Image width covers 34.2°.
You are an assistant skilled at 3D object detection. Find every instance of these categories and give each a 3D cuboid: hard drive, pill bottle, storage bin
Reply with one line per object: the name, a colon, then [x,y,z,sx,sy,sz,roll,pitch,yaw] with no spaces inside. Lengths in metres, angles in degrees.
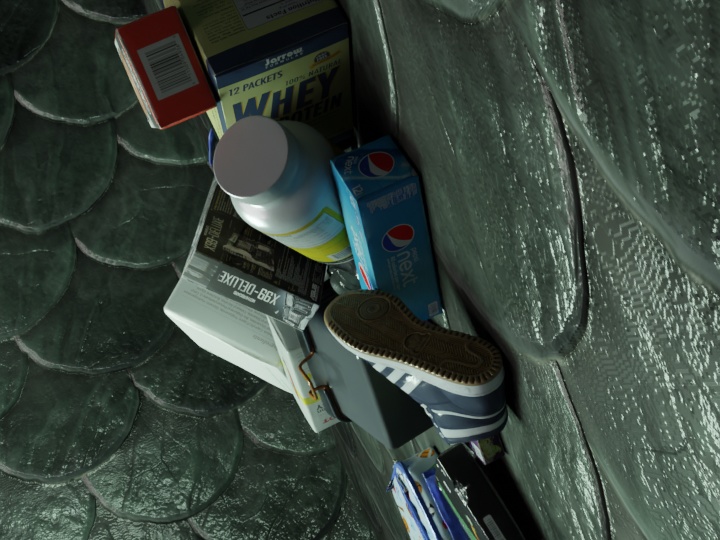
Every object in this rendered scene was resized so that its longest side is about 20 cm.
hard drive: [0.133,0.269,1.286,0.140,0.038,0.200,58,173,18]
pill bottle: [-0.060,-0.081,1.153,0.112,0.112,0.200,63,-166,24]
storage bin: [0.011,0.119,1.422,0.134,0.145,0.200,36,150,53]

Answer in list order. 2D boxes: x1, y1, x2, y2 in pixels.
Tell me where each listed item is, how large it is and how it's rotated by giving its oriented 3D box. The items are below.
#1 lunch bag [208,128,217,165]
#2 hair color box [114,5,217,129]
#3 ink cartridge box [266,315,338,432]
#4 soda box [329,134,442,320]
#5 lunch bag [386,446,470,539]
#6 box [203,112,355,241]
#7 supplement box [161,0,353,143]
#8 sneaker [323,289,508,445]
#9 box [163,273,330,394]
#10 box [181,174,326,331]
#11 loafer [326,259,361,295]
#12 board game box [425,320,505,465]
lunch bag: [-0.160,-0.169,1.725,0.170,0.123,0.201,117,140,-79]
hair color box: [-0.195,-0.195,1.151,0.200,0.061,0.102,-149,36,-77]
ink cartridge box: [-0.030,0.110,1.575,0.083,0.145,0.200,57,168,38]
soda box: [0.027,-0.029,1.129,0.200,0.064,0.068,77,166,-48]
lunch bag: [0.104,0.344,1.612,0.200,0.075,0.160,62,168,19]
box: [-0.099,-0.167,1.337,0.200,0.124,0.149,62,170,22]
supplement box: [-0.109,-0.238,1.172,0.200,0.134,0.200,86,159,-65]
sneaker: [0.054,0.094,1.102,0.200,0.070,0.109,23,148,36]
box: [-0.147,0.054,1.728,0.200,0.172,0.199,26,167,15]
box: [-0.115,-0.039,1.399,0.050,0.157,0.200,-55,17,38]
loafer: [0.000,0.000,1.311,0.201,0.068,0.071,-142,69,-79]
board game box: [0.090,0.118,1.254,0.120,0.032,0.200,65,171,-19]
